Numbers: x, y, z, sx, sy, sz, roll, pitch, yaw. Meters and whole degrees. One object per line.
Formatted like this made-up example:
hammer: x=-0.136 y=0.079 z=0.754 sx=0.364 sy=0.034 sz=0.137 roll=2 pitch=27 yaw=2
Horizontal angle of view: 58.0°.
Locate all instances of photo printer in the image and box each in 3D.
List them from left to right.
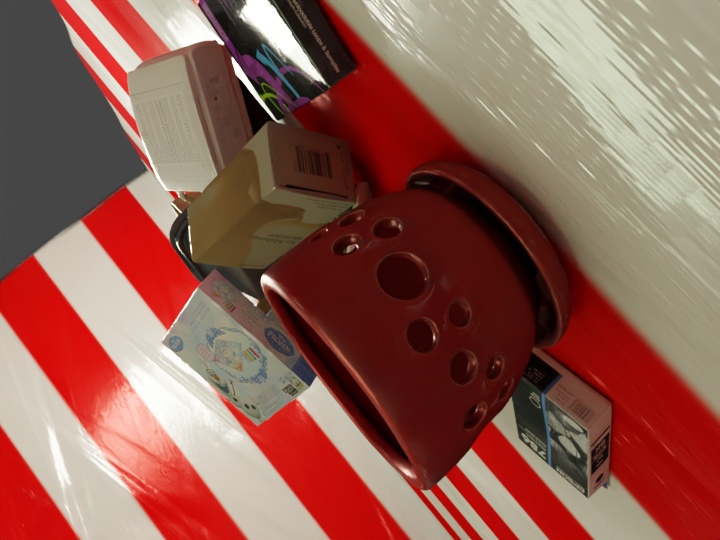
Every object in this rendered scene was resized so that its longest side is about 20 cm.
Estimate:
photo printer: x=-0.212 y=-0.180 z=0.797 sx=0.197 sy=0.069 sz=0.171 roll=8 pitch=118 yaw=49

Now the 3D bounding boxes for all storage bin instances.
storage bin: x=-0.141 y=-0.053 z=0.913 sx=0.133 sy=0.201 sz=0.147 roll=26 pitch=154 yaw=38

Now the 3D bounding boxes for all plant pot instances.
plant pot: x=0.046 y=0.029 z=0.504 sx=0.201 sy=0.182 sz=0.201 roll=46 pitch=167 yaw=14

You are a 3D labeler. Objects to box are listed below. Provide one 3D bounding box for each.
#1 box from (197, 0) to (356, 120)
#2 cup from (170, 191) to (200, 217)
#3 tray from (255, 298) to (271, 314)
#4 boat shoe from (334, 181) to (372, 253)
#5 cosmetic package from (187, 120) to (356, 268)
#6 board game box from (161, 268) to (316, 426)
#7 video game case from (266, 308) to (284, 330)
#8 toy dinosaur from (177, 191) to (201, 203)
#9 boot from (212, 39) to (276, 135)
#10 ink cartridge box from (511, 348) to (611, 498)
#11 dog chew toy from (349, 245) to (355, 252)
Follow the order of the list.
box: x=-0.086 y=-0.221 z=0.602 sx=0.144 sy=0.036 sz=0.199 roll=55 pitch=165 yaw=-15
cup: x=-0.241 y=-0.089 z=1.228 sx=0.201 sy=0.142 sz=0.201 roll=47 pitch=166 yaw=15
tray: x=-0.130 y=0.035 z=1.019 sx=0.037 sy=0.202 sz=0.099 roll=34 pitch=-177 yaw=-4
boat shoe: x=-0.023 y=0.003 z=0.716 sx=0.059 sy=0.072 sz=0.208 roll=11 pitch=107 yaw=21
cosmetic package: x=-0.102 y=-0.071 z=0.700 sx=0.199 sy=0.103 sz=0.073 roll=-31 pitch=62 yaw=49
board game box: x=-0.176 y=0.119 z=0.931 sx=0.198 sy=0.044 sz=0.200 roll=42 pitch=140 yaw=-7
video game case: x=-0.049 y=0.147 z=0.972 sx=0.198 sy=0.023 sz=0.183 roll=39 pitch=168 yaw=14
toy dinosaur: x=-0.200 y=-0.098 z=0.987 sx=0.085 sy=0.133 sz=0.207 roll=1 pitch=92 yaw=53
boot: x=-0.149 y=-0.196 z=0.801 sx=0.198 sy=0.072 sz=0.169 roll=19 pitch=140 yaw=51
ink cartridge box: x=0.202 y=0.163 z=0.655 sx=0.099 sy=0.039 sz=0.202 roll=39 pitch=162 yaw=40
dog chew toy: x=0.044 y=0.031 z=0.667 sx=0.124 sy=0.123 sz=0.204 roll=33 pitch=150 yaw=51
